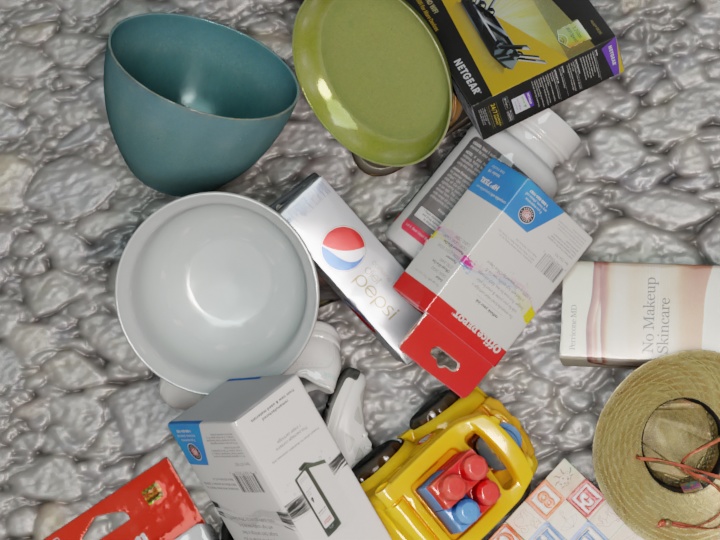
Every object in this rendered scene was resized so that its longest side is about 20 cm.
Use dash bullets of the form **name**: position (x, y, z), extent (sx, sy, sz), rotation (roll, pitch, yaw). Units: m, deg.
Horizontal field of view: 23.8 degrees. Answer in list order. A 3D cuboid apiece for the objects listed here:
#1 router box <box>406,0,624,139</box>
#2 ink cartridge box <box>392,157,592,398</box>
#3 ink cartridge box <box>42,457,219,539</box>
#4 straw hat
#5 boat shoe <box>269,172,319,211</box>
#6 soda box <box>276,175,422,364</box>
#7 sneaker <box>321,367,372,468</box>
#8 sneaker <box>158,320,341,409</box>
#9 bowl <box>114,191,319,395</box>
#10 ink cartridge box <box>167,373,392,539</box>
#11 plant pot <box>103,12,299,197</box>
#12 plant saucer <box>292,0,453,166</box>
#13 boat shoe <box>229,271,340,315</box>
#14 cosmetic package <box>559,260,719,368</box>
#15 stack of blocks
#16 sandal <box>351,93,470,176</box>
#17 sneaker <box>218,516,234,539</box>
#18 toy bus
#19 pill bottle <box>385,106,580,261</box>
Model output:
- **router box**: position (0.149, -0.240, 1.713), extent (0.157, 0.052, 0.200), rotation (-26, 48, -1)
- **ink cartridge box**: position (0.115, 0.009, 1.635), extent (0.200, 0.116, 0.067), rotation (-52, 37, 0)
- **ink cartridge box**: position (-0.237, 0.315, 1.751), extent (0.200, 0.044, 0.174), rotation (-34, 78, 3)
- **straw hat**: position (0.307, 0.164, 1.653), extent (0.200, 0.085, 0.202), rotation (-1, 102, -6)
- **boat shoe**: position (-0.121, -0.043, 1.765), extent (0.199, 0.073, 0.063), rotation (-20, 100, -1)
- **soda box**: position (0.000, 0.000, 1.713), extent (0.064, 0.068, 0.200), rotation (-42, 96, -6)
- **sneaker**: position (0.006, 0.204, 1.722), extent (0.115, 0.076, 0.201), rotation (13, 86, -1)
- **sneaker**: position (-0.115, 0.115, 1.723), extent (0.199, 0.075, 0.089), rotation (-18, 50, 17)
- **bowl**: position (-0.133, 0.017, 1.677), extent (0.200, 0.090, 0.202), rotation (1, 100, 7)
- **ink cartridge box**: position (-0.072, 0.203, 1.588), extent (0.084, 0.146, 0.200), rotation (-36, 104, -29)
- **plant pot**: position (-0.178, -0.156, 1.756), extent (0.200, 0.200, 0.135), rotation (31, 122, 13)
- **plant saucer**: position (0.017, -0.201, 1.706), extent (0.200, 0.200, 0.031), rotation (41, 48, 13)
- **boat shoe**: position (-0.115, 0.044, 1.756), extent (0.200, 0.073, 0.065), rotation (-28, 72, 5)
- **cosmetic package**: position (0.297, 0.046, 1.676), extent (0.199, 0.087, 0.104), rotation (0, 82, 10)
- **stack of blocks**: position (0.175, 0.296, 1.672), extent (0.115, 0.059, 0.200), rotation (44, 90, 13)
- **sandal**: position (0.070, -0.176, 1.767), extent (0.200, 0.055, 0.082), rotation (-37, 77, 3)
- **sneaker**: position (-0.120, 0.231, 1.706), extent (0.075, 0.115, 0.200), rotation (-24, 78, 6)
- **toy bus**: position (0.095, 0.194, 1.612), extent (0.200, 0.192, 0.136), rotation (-40, 90, -23)
- **pill bottle**: position (0.127, -0.078, 1.713), extent (0.111, 0.111, 0.200), rotation (39, 90, 13)
